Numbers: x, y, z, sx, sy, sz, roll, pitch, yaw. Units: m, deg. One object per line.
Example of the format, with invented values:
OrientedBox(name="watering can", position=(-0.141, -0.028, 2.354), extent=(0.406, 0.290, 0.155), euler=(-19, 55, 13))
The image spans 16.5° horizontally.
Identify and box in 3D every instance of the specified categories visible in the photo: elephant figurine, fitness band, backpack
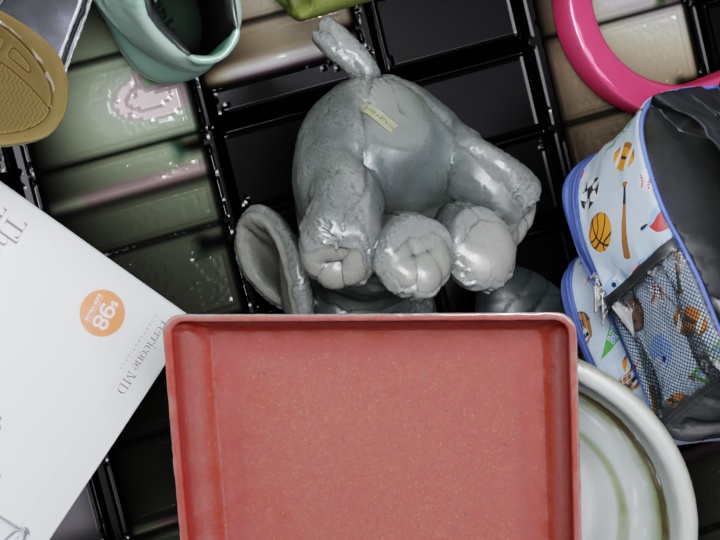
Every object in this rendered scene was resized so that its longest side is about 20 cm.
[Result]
OrientedBox(name="elephant figurine", position=(0.000, 0.000, 1.308), extent=(0.141, 0.200, 0.155), euler=(22, 58, -5))
OrientedBox(name="fitness band", position=(0.202, -0.167, 1.418), extent=(0.200, 0.037, 0.144), euler=(-23, 103, -18))
OrientedBox(name="backpack", position=(0.201, -0.003, 1.347), extent=(0.200, 0.154, 0.191), euler=(0, 66, -43))

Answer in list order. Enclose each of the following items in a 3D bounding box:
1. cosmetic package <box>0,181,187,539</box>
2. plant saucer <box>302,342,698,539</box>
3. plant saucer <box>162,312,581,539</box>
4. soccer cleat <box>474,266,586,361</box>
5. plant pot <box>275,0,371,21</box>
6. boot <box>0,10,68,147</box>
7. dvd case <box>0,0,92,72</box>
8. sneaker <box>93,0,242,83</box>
OrientedBox(name="cosmetic package", position=(-0.202, 0.064, 1.262), extent=(0.151, 0.052, 0.200), euler=(36, 79, -20))
OrientedBox(name="plant saucer", position=(0.072, 0.123, 1.275), extent=(0.200, 0.050, 0.200), euler=(2, 109, 6))
OrientedBox(name="plant saucer", position=(0.010, 0.109, 1.232), extent=(0.200, 0.037, 0.200), euler=(0, 110, 8))
OrientedBox(name="soccer cleat", position=(0.128, 0.086, 1.373), extent=(0.068, 0.081, 0.200), euler=(-32, 103, -17))
OrientedBox(name="plant pot", position=(0.022, -0.223, 1.276), extent=(0.184, 0.200, 0.200), euler=(-24, 101, -7))
OrientedBox(name="boot", position=(-0.246, -0.087, 1.181), extent=(0.200, 0.155, 0.072), euler=(7, 79, -14))
OrientedBox(name="dvd case", position=(-0.181, -0.190, 1.223), extent=(0.016, 0.149, 0.200), euler=(28, 81, -65))
OrientedBox(name="sneaker", position=(-0.121, -0.187, 1.246), extent=(0.074, 0.118, 0.200), euler=(-36, 103, -14))
